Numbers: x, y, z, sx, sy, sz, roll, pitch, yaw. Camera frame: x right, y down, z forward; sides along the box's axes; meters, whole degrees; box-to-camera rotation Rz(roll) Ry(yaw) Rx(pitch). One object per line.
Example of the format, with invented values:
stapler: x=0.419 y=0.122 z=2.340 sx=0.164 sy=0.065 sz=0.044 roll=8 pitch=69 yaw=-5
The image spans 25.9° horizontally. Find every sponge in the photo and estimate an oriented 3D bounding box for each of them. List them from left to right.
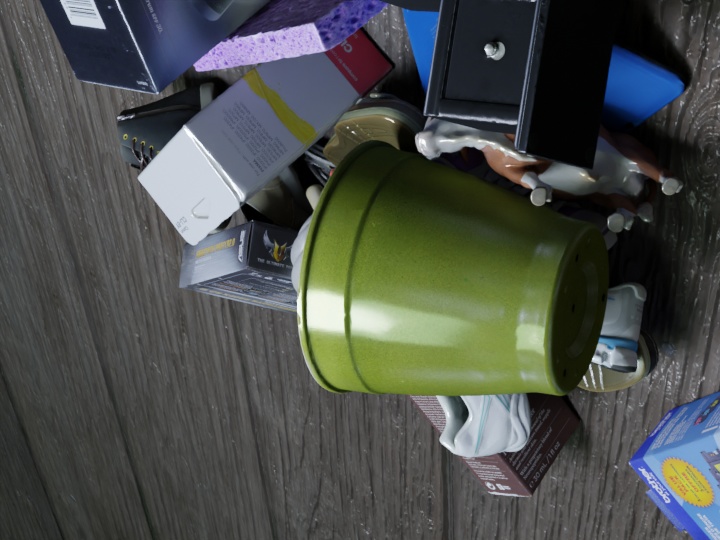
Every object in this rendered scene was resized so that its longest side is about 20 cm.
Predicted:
sponge: x=-0.057 y=-0.216 z=1.331 sx=0.199 sy=0.111 sz=0.030 roll=3 pitch=129 yaw=52

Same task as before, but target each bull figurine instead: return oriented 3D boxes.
bull figurine: x=0.143 y=-0.085 z=1.172 sx=0.122 sy=0.197 sz=0.066 roll=-114 pitch=37 yaw=-63

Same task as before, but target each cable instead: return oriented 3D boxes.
cable: x=-0.042 y=-0.097 z=1.517 sx=0.199 sy=0.050 sz=0.097 roll=35 pitch=161 yaw=18

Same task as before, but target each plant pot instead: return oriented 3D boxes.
plant pot: x=0.082 y=0.013 z=1.202 sx=0.191 sy=0.201 sz=0.202 roll=11 pitch=137 yaw=27

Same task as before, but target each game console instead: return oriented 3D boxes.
game console: x=0.136 y=-0.179 z=1.213 sx=0.200 sy=0.117 sz=0.173 roll=-38 pitch=64 yaw=61

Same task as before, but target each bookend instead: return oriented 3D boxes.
bookend: x=0.072 y=-0.185 z=1.082 sx=0.198 sy=0.092 sz=0.202 roll=12 pitch=93 yaw=38

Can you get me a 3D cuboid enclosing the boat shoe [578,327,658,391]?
boat shoe: x=0.198 y=0.064 z=1.386 sx=0.200 sy=0.065 sz=0.073 roll=-5 pitch=99 yaw=58

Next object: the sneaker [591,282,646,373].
sneaker: x=0.157 y=0.020 z=1.319 sx=0.198 sy=0.088 sz=0.075 roll=17 pitch=178 yaw=35

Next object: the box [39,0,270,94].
box: x=-0.173 y=-0.290 z=1.307 sx=0.122 sy=0.198 sz=0.201 roll=14 pitch=138 yaw=41

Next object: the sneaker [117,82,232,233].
sneaker: x=-0.185 y=-0.099 z=1.549 sx=0.201 sy=0.105 sz=0.075 roll=-97 pitch=-9 yaw=-49

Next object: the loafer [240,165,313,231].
loafer: x=-0.087 y=-0.063 z=1.566 sx=0.075 sy=0.070 sz=0.200 roll=42 pitch=172 yaw=36

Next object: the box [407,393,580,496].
box: x=0.114 y=0.112 z=1.500 sx=0.200 sy=0.100 sz=0.075 roll=49 pitch=153 yaw=-21

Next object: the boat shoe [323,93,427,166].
boat shoe: x=0.020 y=-0.122 z=1.344 sx=0.073 sy=0.063 sz=0.201 roll=36 pitch=168 yaw=-5

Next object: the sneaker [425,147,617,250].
sneaker: x=0.115 y=-0.057 z=1.298 sx=0.199 sy=0.073 sz=0.115 roll=4 pitch=125 yaw=45

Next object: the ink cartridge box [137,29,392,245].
ink cartridge box: x=-0.086 y=-0.128 z=1.387 sx=0.084 sy=0.200 sz=0.145 roll=49 pitch=151 yaw=-4

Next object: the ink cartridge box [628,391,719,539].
ink cartridge box: x=0.325 y=0.178 z=1.344 sx=0.137 sy=0.076 sz=0.200 roll=49 pitch=153 yaw=-2

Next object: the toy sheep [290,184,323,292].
toy sheep: x=0.000 y=0.000 z=1.423 sx=0.139 sy=0.136 sz=0.201 roll=97 pitch=153 yaw=-55

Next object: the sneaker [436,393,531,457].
sneaker: x=0.102 y=0.072 z=1.408 sx=0.070 sy=0.079 sz=0.203 roll=3 pitch=101 yaw=62

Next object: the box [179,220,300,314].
box: x=-0.059 y=0.006 z=1.560 sx=0.198 sy=0.049 sz=0.158 roll=14 pitch=166 yaw=-28
